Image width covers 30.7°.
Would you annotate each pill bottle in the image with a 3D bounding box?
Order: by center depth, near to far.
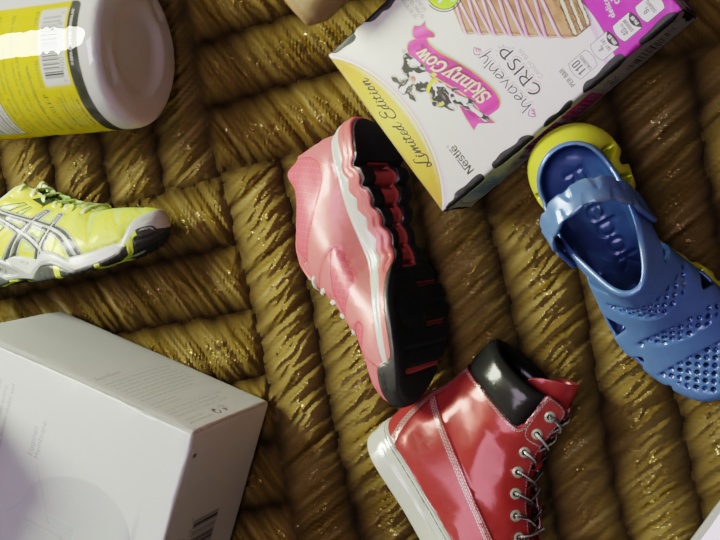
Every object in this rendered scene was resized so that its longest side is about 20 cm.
[{"bbox_3d":[-0.249,-0.155,0.978,0.199,0.111,0.112,-1,95,23],"label":"pill bottle"}]

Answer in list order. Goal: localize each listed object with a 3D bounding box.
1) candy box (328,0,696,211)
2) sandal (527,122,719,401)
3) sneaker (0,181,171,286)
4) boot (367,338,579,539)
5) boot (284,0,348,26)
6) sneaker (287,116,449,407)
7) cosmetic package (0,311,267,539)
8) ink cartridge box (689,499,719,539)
[{"bbox_3d":[0.096,-0.153,0.857,0.200,0.061,0.137,-41,79,21],"label":"candy box"},{"bbox_3d":[0.169,0.004,0.817,0.079,0.087,0.200,-39,94,20],"label":"sandal"},{"bbox_3d":[-0.238,-0.031,1.005,0.199,0.075,0.077,-8,93,22],"label":"sneaker"},{"bbox_3d":[0.112,0.153,0.876,0.144,0.072,0.201,-38,76,20],"label":"boot"},{"bbox_3d":[0.036,-0.221,0.818,0.200,0.066,0.176,-38,56,21],"label":"boot"},{"bbox_3d":[0.000,0.000,0.916,0.086,0.074,0.202,-19,78,35],"label":"sneaker"},{"bbox_3d":[-0.202,0.162,0.981,0.199,0.123,0.201,21,103,19],"label":"cosmetic package"},{"bbox_3d":[0.274,0.234,0.825,0.176,0.045,0.201,37,108,17],"label":"ink cartridge box"}]
